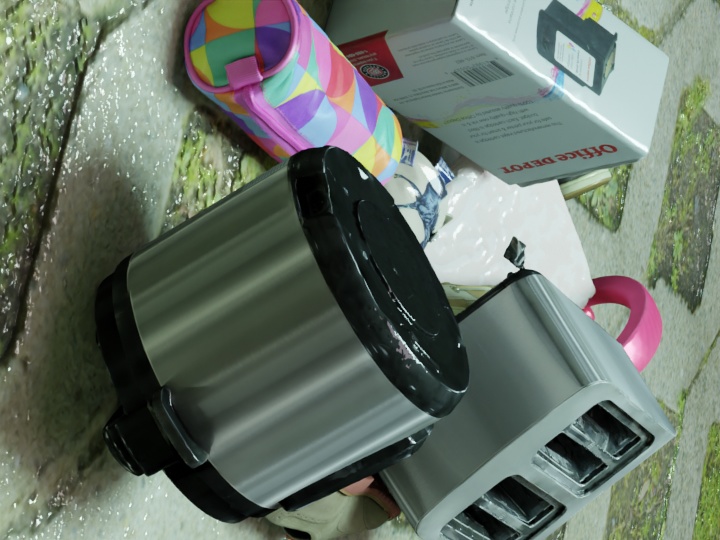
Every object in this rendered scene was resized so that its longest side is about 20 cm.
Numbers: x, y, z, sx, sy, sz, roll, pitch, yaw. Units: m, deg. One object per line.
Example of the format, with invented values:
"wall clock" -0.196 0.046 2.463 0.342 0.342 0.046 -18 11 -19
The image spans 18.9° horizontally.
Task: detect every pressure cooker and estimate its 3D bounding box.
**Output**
"pressure cooker" -0.058 0.044 1.236 0.176 0.199 0.180 41 24 -54

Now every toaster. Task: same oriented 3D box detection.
"toaster" 0.106 0.105 1.524 0.200 0.180 0.119 38 15 -54

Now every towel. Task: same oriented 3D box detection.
"towel" 0.088 0.008 1.636 0.200 0.032 0.192 -45 130 -25

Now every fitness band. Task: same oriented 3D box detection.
"fitness band" 0.146 0.076 1.705 0.038 0.199 0.144 54 7 -22

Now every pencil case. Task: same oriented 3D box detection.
"pencil case" 0.000 0.000 1.473 0.078 0.089 0.201 -52 -171 50
"pencil case" -0.038 -0.107 1.375 0.200 0.088 0.089 42 56 -57

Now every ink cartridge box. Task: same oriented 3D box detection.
"ink cartridge box" 0.093 -0.147 1.495 0.199 0.145 0.083 30 64 -34

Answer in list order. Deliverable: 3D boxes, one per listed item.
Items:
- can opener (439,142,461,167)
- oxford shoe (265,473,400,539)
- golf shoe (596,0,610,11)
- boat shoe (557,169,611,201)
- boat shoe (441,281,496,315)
"can opener" 0.081 -0.051 1.667 0.053 0.066 0.202 31 67 -63
"oxford shoe" -0.026 0.155 1.499 0.075 0.071 0.200 -42 159 0
"golf shoe" 0.102 -0.177 1.668 0.199 0.097 0.079 -13 83 -38
"boat shoe" 0.151 -0.093 1.762 0.200 0.073 0.065 -151 -139 -78
"boat shoe" 0.073 0.037 1.576 0.199 0.063 0.073 -2 135 -37
